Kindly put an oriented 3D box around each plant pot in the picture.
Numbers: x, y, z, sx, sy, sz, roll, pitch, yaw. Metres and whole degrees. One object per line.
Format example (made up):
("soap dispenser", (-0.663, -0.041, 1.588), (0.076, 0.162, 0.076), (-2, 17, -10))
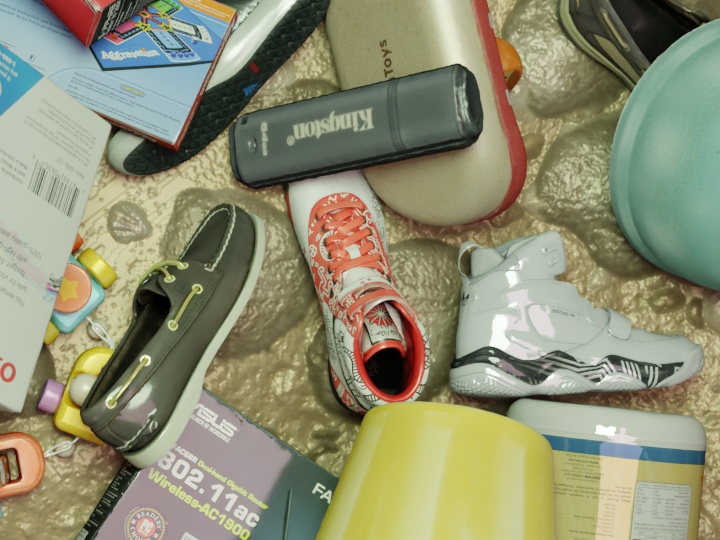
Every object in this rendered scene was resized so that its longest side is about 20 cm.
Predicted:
("plant pot", (0.295, -0.065, 1.387), (0.198, 0.134, 0.202), (-10, 116, -22))
("plant pot", (0.047, 0.195, 1.269), (0.199, 0.201, 0.191), (16, 69, -14))

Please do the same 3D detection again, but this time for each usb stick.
("usb stick", (-0.005, -0.096, 1.330), (0.032, 0.198, 0.056), (-8, 89, -56))

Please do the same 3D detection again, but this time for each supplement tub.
("supplement tub", (0.164, 0.196, 1.378), (0.143, 0.145, 0.202), (7, 88, -15))

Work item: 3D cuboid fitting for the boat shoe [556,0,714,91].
("boat shoe", (0.234, -0.152, 1.441), (0.199, 0.073, 0.075), (31, 82, -12))

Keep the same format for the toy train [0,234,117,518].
("toy train", (-0.225, 0.066, 1.323), (0.149, 0.056, 0.202), (-5, 90, -15))

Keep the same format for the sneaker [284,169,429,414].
("sneaker", (0.001, 0.000, 1.357), (0.067, 0.108, 0.204), (-11, 91, -15))

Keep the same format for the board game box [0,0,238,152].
("board game box", (-0.192, -0.164, 1.318), (0.198, 0.019, 0.104), (23, 80, 7))

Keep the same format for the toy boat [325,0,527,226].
("toy boat", (0.066, -0.134, 1.385), (0.130, 0.130, 0.202), (-14, 91, -45))

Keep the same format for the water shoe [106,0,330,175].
("water shoe", (-0.109, -0.150, 1.363), (0.200, 0.072, 0.079), (-43, 68, -7))

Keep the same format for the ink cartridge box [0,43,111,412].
("ink cartridge box", (-0.277, -0.032, 1.220), (0.147, 0.144, 0.202), (38, 61, -49))

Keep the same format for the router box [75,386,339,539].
("router box", (-0.082, 0.190, 1.354), (0.199, 0.062, 0.151), (34, 79, -12))

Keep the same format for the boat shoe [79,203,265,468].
("boat shoe", (-0.124, 0.031, 1.317), (0.060, 0.071, 0.202), (38, 57, -26))

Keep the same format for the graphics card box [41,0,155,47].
("graphics card box", (-0.150, -0.249, 1.305), (0.125, 0.051, 0.200), (44, 58, 6))

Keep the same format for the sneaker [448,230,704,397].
("sneaker", (0.156, 0.031, 1.415), (0.198, 0.075, 0.116), (-2, 86, -19))
